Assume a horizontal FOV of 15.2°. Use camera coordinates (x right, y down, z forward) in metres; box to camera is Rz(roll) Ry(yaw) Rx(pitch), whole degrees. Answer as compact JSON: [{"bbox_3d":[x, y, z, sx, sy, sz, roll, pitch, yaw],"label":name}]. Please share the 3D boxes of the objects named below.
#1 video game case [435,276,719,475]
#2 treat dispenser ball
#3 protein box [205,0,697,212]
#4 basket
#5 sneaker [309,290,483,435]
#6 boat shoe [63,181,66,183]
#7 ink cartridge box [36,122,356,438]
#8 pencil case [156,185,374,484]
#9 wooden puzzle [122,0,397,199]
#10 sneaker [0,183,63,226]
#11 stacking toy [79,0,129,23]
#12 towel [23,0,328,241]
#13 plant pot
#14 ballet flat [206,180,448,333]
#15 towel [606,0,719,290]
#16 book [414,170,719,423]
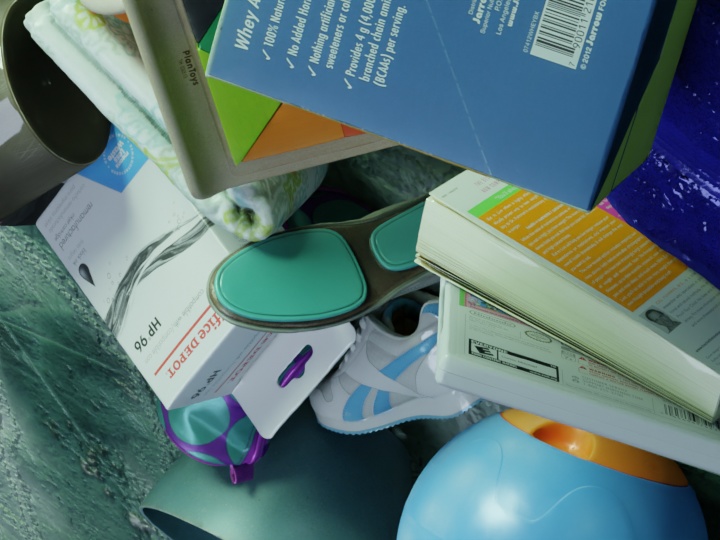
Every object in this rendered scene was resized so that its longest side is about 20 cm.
[{"bbox_3d":[0.139,0.051,1.515,0.199,0.182,0.022,18,110,-4],"label":"video game case"},{"bbox_3d":[0.122,0.184,1.717,0.200,0.201,0.201,30,147,22],"label":"treat dispenser ball"},{"bbox_3d":[0.060,-0.162,1.303,0.199,0.135,0.199,20,108,13],"label":"protein box"},{"bbox_3d":[-0.270,-0.090,1.707,0.199,0.136,0.181,-20,86,26],"label":"basket"},{"bbox_3d":[0.027,0.058,1.814,0.200,0.076,0.081,-17,100,54],"label":"sneaker"},{"bbox_3d":[-0.152,-0.082,1.819,0.199,0.068,0.074,13,128,-16],"label":"boat shoe"},{"bbox_3d":[-0.105,0.005,1.723,0.200,0.068,0.116,52,124,18],"label":"ink cartridge box"},{"bbox_3d":[-0.057,0.041,1.796,0.092,0.085,0.200,50,126,22],"label":"pencil case"},{"bbox_3d":[-0.023,-0.134,1.525,0.037,0.199,0.185,-107,0,-52],"label":"wooden puzzle"},{"bbox_3d":[-0.233,-0.116,1.900,0.087,0.080,0.200,62,144,23],"label":"sneaker"},{"bbox_3d":[-0.063,-0.161,1.616,0.146,0.146,0.200,3,148,48],"label":"stacking toy"},{"bbox_3d":[-0.110,-0.109,1.680,0.200,0.171,0.048,45,111,-2],"label":"towel"},{"bbox_3d":[-0.038,0.164,1.928,0.200,0.135,0.200,29,166,8],"label":"plant pot"},{"bbox_3d":[0.000,0.000,1.656,0.064,0.199,0.068,110,139,-67],"label":"ballet flat"},{"bbox_3d":[0.197,-0.066,1.417,0.147,0.050,0.200,33,148,17],"label":"towel"},{"bbox_3d":[0.150,-0.005,1.520,0.200,0.133,0.048,30,130,24],"label":"book"}]
